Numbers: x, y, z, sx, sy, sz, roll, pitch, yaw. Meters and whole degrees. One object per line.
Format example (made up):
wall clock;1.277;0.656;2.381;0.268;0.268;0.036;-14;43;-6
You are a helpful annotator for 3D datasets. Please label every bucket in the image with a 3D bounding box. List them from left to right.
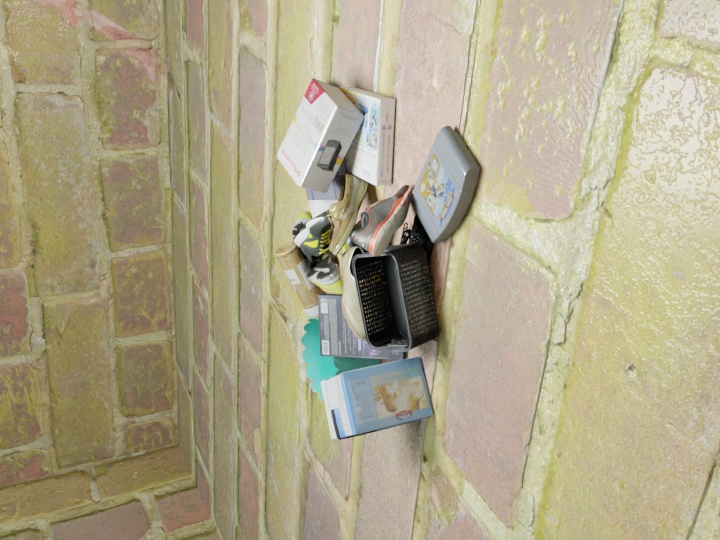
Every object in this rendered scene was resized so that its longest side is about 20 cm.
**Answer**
bucket;-0.049;0.203;1.862;0.206;0.132;0.212;27;120;58

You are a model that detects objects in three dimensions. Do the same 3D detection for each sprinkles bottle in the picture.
sprinkles bottle;-0.156;0.024;2.019;0.068;0.068;0.203;18;138;61

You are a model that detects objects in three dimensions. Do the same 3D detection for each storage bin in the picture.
storage bin;0.072;0.055;1.566;0.134;0.093;0.205;-3;99;48

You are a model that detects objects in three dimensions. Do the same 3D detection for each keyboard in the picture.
keyboard;0.101;-0.017;1.597;0.104;0.039;0.203;51;140;46

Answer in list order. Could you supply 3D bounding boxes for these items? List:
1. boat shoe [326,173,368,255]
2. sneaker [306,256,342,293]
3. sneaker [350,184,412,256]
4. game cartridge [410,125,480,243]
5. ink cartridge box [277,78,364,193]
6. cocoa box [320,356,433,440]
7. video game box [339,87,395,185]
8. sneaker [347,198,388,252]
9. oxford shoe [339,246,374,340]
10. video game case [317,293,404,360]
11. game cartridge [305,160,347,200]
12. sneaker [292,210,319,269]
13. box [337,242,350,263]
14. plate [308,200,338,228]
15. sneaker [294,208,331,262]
boat shoe;-0.042;-0.128;1.698;0.074;0.065;0.203;-47;21;58
sneaker;-0.076;0.027;1.922;0.091;0.078;0.200;50;178;-16
sneaker;0.043;-0.116;1.524;0.081;0.201;0.078;21;136;16
game cartridge;0.159;-0.154;1.444;0.202;0.041;0.135;112;145;-46
ink cartridge box;-0.092;-0.301;1.698;0.202;0.084;0.148;-61;42;25
cocoa box;0.034;0.276;1.639;0.131;0.196;0.136;-34;67;61
video game box;0.009;-0.303;1.693;0.199;0.046;0.186;36;131;56
sneaker;0.038;-0.072;1.680;0.200;0.069;0.110;-46;62;55
oxford shoe;-0.004;0.048;1.636;0.074;0.069;0.204;139;120;-70
video game case;0.002;0.127;1.704;0.019;0.195;0.146;-46;-43;-72
game cartridge;-0.090;-0.236;1.827;0.199;0.038;0.132;7;115;61
sneaker;-0.144;-0.073;2.064;0.091;0.076;0.203;-83;-1;-49
box;0.000;0.000;1.773;0.050;0.074;0.203;-51;51;53
plate;-0.084;-0.207;1.904;0.199;0.032;0.204;18;121;60
sneaker;-0.097;-0.086;1.899;0.085;0.074;0.200;56;152;4
